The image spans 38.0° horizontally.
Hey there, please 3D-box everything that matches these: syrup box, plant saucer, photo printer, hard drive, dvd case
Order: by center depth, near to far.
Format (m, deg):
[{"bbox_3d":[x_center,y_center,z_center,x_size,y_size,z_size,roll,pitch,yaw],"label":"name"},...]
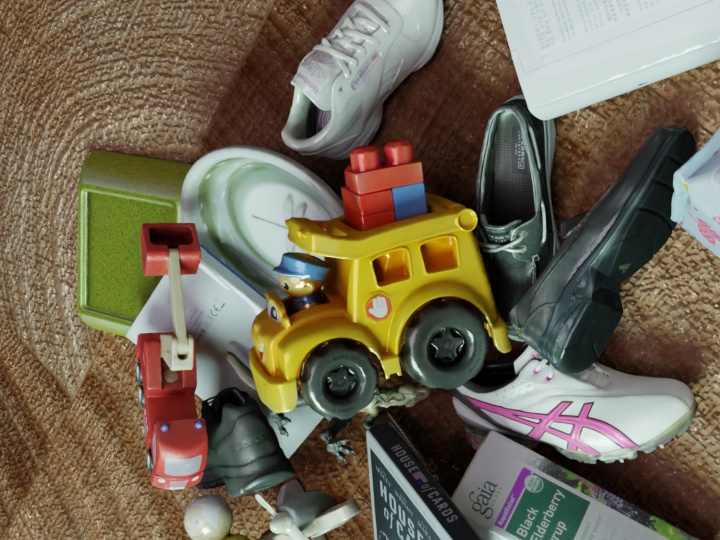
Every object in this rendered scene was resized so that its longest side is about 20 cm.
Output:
[{"bbox_3d":[0.197,-0.218,0.754,0.200,0.069,0.167,-18,89,33],"label":"photo printer"},{"bbox_3d":[0.164,0.216,0.810,0.200,0.079,0.082,27,145,12],"label":"syrup box"},{"bbox_3d":[0.053,0.240,0.833,0.150,0.025,0.201,46,149,50],"label":"dvd case"},{"bbox_3d":[-0.069,-0.034,0.949,0.200,0.050,0.201,19,133,21],"label":"plant saucer"},{"bbox_3d":[-0.116,0.080,0.999,0.200,0.025,0.132,39,121,1],"label":"hard drive"},{"bbox_3d":[-0.226,-0.014,1.079,0.199,0.048,0.201,11,105,31],"label":"plant saucer"}]

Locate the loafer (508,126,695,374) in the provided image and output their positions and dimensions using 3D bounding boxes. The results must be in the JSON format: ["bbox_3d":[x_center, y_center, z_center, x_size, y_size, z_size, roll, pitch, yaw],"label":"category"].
[{"bbox_3d":[0.179,-0.024,0.787,0.072,0.073,0.200,34,93,40],"label":"loafer"}]

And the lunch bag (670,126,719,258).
[{"bbox_3d":[0.327,-0.064,0.664,0.170,0.127,0.200,43,93,20],"label":"lunch bag"}]

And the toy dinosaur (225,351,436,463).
[{"bbox_3d":[-0.035,0.118,0.921,0.199,0.088,0.048,7,123,10],"label":"toy dinosaur"}]

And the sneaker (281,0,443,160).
[{"bbox_3d":[0.001,-0.175,0.872,0.075,0.099,0.200,40,116,23],"label":"sneaker"}]

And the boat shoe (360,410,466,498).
[{"bbox_3d":[0.071,0.200,0.908,0.070,0.070,0.200,-32,61,0],"label":"boat shoe"}]

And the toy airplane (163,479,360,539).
[{"bbox_3d":[-0.101,0.255,0.961,0.200,0.199,0.141,-41,100,-9],"label":"toy airplane"}]

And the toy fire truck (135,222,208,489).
[{"bbox_3d":[-0.164,0.074,0.917,0.141,0.049,0.201,114,148,-50],"label":"toy fire truck"}]

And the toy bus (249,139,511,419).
[{"bbox_3d":[0.000,0.000,0.818,0.136,0.199,0.193,-141,37,-69],"label":"toy bus"}]

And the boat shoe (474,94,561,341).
[{"bbox_3d":[0.118,-0.038,0.837,0.072,0.071,0.201,1,100,33],"label":"boat shoe"}]

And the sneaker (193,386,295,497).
[{"bbox_3d":[-0.118,0.153,0.964,0.200,0.076,0.091,-19,88,63],"label":"sneaker"}]

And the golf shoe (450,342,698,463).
[{"bbox_3d":[0.159,0.099,0.821,0.199,0.073,0.092,-7,117,33],"label":"golf shoe"}]
